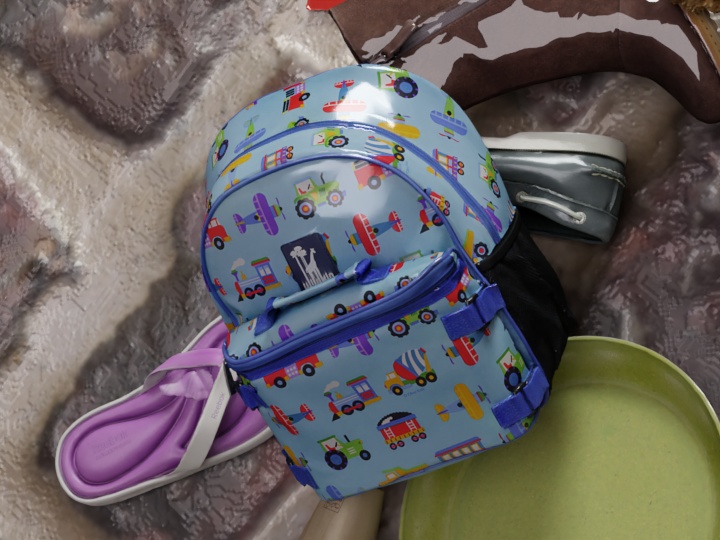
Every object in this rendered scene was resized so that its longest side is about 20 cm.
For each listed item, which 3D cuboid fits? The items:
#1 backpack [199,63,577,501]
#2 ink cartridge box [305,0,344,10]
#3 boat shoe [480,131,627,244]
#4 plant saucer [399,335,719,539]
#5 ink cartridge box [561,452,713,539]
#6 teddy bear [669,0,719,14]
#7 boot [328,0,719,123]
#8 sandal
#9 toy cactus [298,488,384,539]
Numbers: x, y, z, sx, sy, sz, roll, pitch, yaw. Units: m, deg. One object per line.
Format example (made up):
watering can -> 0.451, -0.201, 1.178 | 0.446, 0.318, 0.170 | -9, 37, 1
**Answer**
backpack -> 0.000, 0.000, 0.859 | 0.182, 0.135, 0.200 | -18, 113, 25
ink cartridge box -> 0.043, -0.258, 0.964 | 0.161, 0.050, 0.200 | 6, 85, 22
boat shoe -> 0.054, -0.043, 0.922 | 0.200, 0.073, 0.062 | -1, 80, 16
plant saucer -> 0.113, 0.133, 0.871 | 0.200, 0.031, 0.200 | -18, 57, 29
ink cartridge box -> 0.162, 0.175, 0.876 | 0.200, 0.037, 0.095 | -35, 72, 17
teddy bear -> 0.212, -0.230, 0.838 | 0.067, 0.145, 0.200 | -3, 41, 51
boot -> 0.098, -0.120, 0.893 | 0.166, 0.072, 0.200 | -37, 72, -1
sandal -> -0.109, 0.087, 0.984 | 0.203, 0.050, 0.082 | -36, 73, 14
toy cactus -> -0.036, 0.196, 0.909 | 0.200, 0.102, 0.165 | 12, 81, 52
